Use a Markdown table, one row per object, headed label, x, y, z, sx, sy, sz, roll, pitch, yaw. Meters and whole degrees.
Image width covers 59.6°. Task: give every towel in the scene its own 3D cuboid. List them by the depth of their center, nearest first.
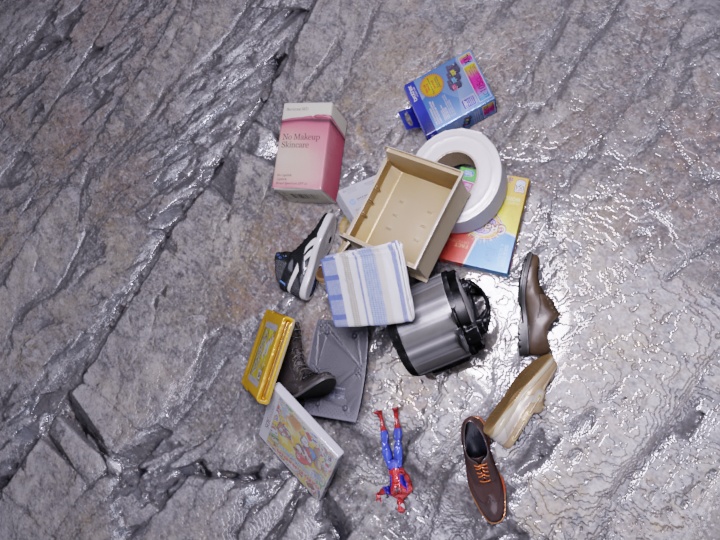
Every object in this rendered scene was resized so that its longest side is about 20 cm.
| label | x | y | z | sx | sy | sz | roll | pitch | yaw |
| --- | --- | --- | --- | --- | --- | --- | --- | --- | --- |
| towel | 0.012 | 0.030 | 1.183 | 0.197 | 0.024 | 0.151 | -9 | 94 | 40 |

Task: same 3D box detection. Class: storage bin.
| label | x | y | z | sx | sy | sz | roll | pitch | yaw |
| --- | --- | --- | --- | --- | --- | --- | --- | --- | --- |
| storage bin | 0.084 | -0.113 | 1.226 | 0.196 | 0.094 | 0.203 | 24 | 83 | 29 |

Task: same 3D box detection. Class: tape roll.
| label | x | y | z | sx | sy | sz | roll | pitch | yaw |
| --- | --- | --- | --- | --- | --- | --- | --- | --- | --- |
| tape roll | 0.200 | -0.185 | 1.295 | 0.198 | 0.071 | 0.208 | -6 | 74 | 23 |

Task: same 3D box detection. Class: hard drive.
| label | x | y | z | sx | sy | sz | roll | pitch | yaw |
| --- | --- | --- | --- | --- | --- | --- | --- | --- | --- |
| hard drive | -0.047 | 0.214 | 1.352 | 0.131 | 0.042 | 0.206 | 4 | 81 | 18 |

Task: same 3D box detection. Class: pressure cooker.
| label | x | y | z | sx | sy | sz | roll | pitch | yaw |
| --- | --- | --- | --- | --- | --- | --- | --- | --- | --- |
| pressure cooker | 0.161 | 0.098 | 1.238 | 0.196 | 0.178 | 0.180 | -24 | 70 | 12 |

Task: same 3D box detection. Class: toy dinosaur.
| label | x | y | z | sx | sy | sz | roll | pitch | yaw |
| --- | --- | --- | --- | --- | --- | --- | --- | --- | --- |
| toy dinosaur | -0.013 | -0.086 | 1.407 | 0.099 | 0.058 | 0.204 | 12 | 75 | 34 |

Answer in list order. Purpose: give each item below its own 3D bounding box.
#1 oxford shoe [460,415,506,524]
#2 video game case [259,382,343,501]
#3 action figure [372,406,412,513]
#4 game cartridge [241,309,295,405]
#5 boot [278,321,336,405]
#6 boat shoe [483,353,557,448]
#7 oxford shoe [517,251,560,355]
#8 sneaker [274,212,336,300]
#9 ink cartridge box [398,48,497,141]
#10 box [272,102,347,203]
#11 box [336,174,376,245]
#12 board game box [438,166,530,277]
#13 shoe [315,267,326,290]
| label | x | y | z | sx | sy | sz | roll | pitch | yaw |
| --- | --- | --- | --- | --- | --- | --- | --- | --- | --- |
| oxford shoe | 0.230 | 0.385 | 1.212 | 0.070 | 0.072 | 0.205 | -19 | 74 | 13 |
| video game case | -0.128 | 0.356 | 1.299 | 0.199 | 0.023 | 0.184 | 41 | 135 | 21 |
| action figure | 0.060 | 0.382 | 1.258 | 0.064 | 0.099 | 0.205 | -13 | 77 | 15 |
| game cartridge | -0.202 | 0.177 | 1.342 | 0.032 | 0.199 | 0.181 | 20 | 84 | -21 |
| boot | -0.134 | 0.189 | 1.333 | 0.198 | 0.068 | 0.178 | -31 | 59 | 40 |
| boat shoe | 0.320 | 0.254 | 1.217 | 0.069 | 0.074 | 0.201 | 41 | 83 | -4 |
| oxford shoe | 0.352 | 0.065 | 1.244 | 0.082 | 0.073 | 0.206 | -1 | 90 | 15 |
| sneaker | -0.134 | -0.046 | 1.417 | 0.110 | 0.073 | 0.205 | 19 | 86 | 19 |
| ink cartridge box | 0.183 | -0.368 | 1.382 | 0.197 | 0.076 | 0.139 | -27 | 72 | 12 |
| box | -0.114 | -0.266 | 1.437 | 0.125 | 0.109 | 0.206 | 3 | 80 | 18 |
| box | 0.060 | -0.109 | 1.347 | 0.153 | 0.041 | 0.202 | -25 | 71 | -22 |
| board game box | 0.260 | -0.103 | 1.320 | 0.149 | 0.040 | 0.205 | 12 | 83 | 20 |
| shoe | 0.000 | 0.000 | 1.381 | 0.195 | 0.054 | 0.071 | -15 | 32 | 12 |
